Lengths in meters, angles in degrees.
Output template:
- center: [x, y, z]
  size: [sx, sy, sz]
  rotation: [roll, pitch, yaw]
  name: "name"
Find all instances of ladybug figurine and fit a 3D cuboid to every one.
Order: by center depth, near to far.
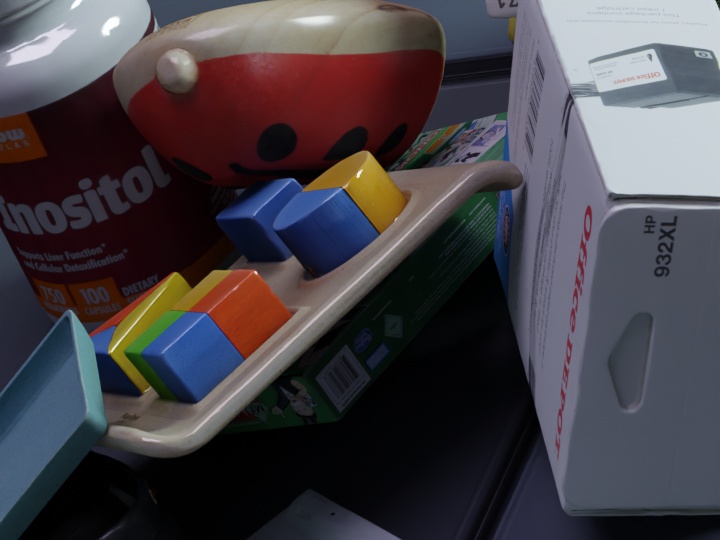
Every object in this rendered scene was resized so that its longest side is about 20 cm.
- center: [-0.033, -0.079, 1.321]
  size: [0.136, 0.072, 0.200]
  rotation: [-15, -6, 32]
  name: "ladybug figurine"

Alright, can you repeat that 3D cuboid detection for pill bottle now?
- center: [-0.139, -0.075, 1.392]
  size: [0.113, 0.200, 0.113]
  rotation: [-18, 31, 11]
  name: "pill bottle"

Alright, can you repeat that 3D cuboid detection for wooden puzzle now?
- center: [-0.047, 0.005, 1.228]
  size: [0.200, 0.046, 0.185]
  rotation: [-38, 12, -17]
  name: "wooden puzzle"

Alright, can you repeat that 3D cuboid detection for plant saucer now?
- center: [-0.166, 0.107, 1.204]
  size: [0.200, 0.019, 0.070]
  rotation: [-50, 33, 25]
  name: "plant saucer"

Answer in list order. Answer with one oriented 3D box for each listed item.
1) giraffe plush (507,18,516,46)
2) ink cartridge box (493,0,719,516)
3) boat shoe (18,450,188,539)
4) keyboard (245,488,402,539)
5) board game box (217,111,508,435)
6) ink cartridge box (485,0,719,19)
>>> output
- center: [0.177, -0.167, 1.359]
  size: [0.162, 0.200, 0.173]
  rotation: [27, 60, 28]
  name: "giraffe plush"
- center: [0.112, -0.015, 1.165]
  size: [0.084, 0.145, 0.200]
  rotation: [1, 31, -7]
  name: "ink cartridge box"
- center: [-0.141, 0.101, 1.260]
  size: [0.074, 0.063, 0.201]
  rotation: [-40, 33, -21]
  name: "boat shoe"
- center: [0.014, 0.136, 1.150]
  size: [0.056, 0.011, 0.200]
  rotation: [-42, 34, -18]
  name: "keyboard"
- center: [0.000, 0.000, 1.315]
  size: [0.135, 0.029, 0.200]
  rotation: [-12, 29, 52]
  name: "board game box"
- center: [0.128, -0.125, 1.279]
  size: [0.145, 0.200, 0.048]
  rotation: [-2, 20, 33]
  name: "ink cartridge box"
